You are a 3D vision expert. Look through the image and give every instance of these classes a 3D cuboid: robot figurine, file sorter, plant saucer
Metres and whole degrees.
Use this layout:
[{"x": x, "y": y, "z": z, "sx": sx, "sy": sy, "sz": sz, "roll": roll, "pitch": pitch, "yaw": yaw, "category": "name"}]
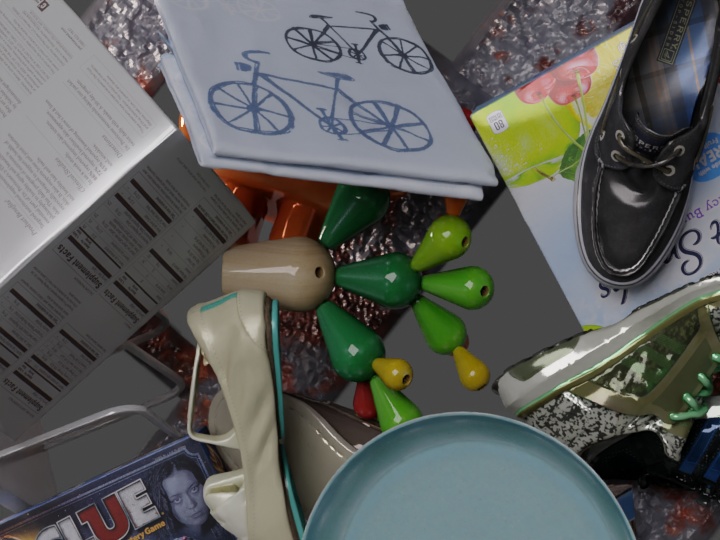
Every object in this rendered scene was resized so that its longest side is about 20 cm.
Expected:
[{"x": -0.036, "y": -0.102, "z": 1.703, "sx": 0.143, "sy": 0.116, "sz": 0.201, "roll": 6, "pitch": 73, "yaw": 47, "category": "robot figurine"}, {"x": -0.193, "y": 0.039, "z": 1.702, "sx": 0.124, "sy": 0.139, "sz": 0.201, "roll": -20, "pitch": 66, "yaw": 11, "category": "file sorter"}, {"x": 0.062, "y": 0.176, "z": 1.463, "sx": 0.199, "sy": 0.027, "sz": 0.202, "roll": 1, "pitch": 93, "yaw": 18, "category": "plant saucer"}]

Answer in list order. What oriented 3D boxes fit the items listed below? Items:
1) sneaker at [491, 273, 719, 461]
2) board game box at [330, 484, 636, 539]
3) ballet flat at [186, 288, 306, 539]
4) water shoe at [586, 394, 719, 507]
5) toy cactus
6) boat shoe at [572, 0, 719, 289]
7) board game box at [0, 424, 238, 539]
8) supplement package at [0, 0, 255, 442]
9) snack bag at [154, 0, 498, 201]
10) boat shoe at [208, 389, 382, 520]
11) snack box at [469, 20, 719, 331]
[{"x": 0.179, "y": 0.062, "z": 1.527, "sx": 0.199, "sy": 0.077, "sz": 0.089, "roll": -26, "pitch": 83, "yaw": 18, "category": "sneaker"}, {"x": 0.076, "y": 0.230, "z": 1.526, "sx": 0.158, "sy": 0.097, "sz": 0.202, "roll": -3, "pitch": 92, "yaw": 19, "category": "board game box"}, {"x": -0.069, "y": 0.109, "z": 1.600, "sx": 0.069, "sy": 0.069, "sz": 0.202, "roll": -3, "pitch": 105, "yaw": 19, "category": "ballet flat"}, {"x": 0.222, "y": 0.115, "z": 1.560, "sx": 0.199, "sy": 0.071, "sz": 0.080, "roll": -9, "pitch": 71, "yaw": 18, "category": "water shoe"}, {"x": 0.000, "y": 0.000, "z": 1.620, "sx": 0.164, "sy": 0.102, "sz": 0.202, "roll": 2, "pitch": 96, "yaw": 5, "category": "toy cactus"}, {"x": 0.169, "y": -0.085, "z": 1.517, "sx": 0.069, "sy": 0.066, "sz": 0.201, "roll": 20, "pitch": 98, "yaw": 4, "category": "boat shoe"}, {"x": -0.158, "y": 0.199, "z": 1.662, "sx": 0.199, "sy": 0.035, "sz": 0.136, "roll": -26, "pitch": 91, "yaw": 10, "category": "board game box"}, {"x": -0.199, "y": -0.037, "z": 1.573, "sx": 0.200, "sy": 0.151, "sz": 0.152, "roll": -42, "pitch": 64, "yaw": -2, "category": "supplement package"}, {"x": -0.033, "y": -0.116, "z": 1.574, "sx": 0.021, "sy": 0.187, "sz": 0.201, "roll": -66, "pitch": 33, "yaw": 34, "category": "snack bag"}, {"x": -0.002, "y": 0.120, "z": 1.648, "sx": 0.199, "sy": 0.059, "sz": 0.072, "roll": 22, "pitch": 113, "yaw": 27, "category": "boat shoe"}, {"x": 0.184, "y": -0.046, "z": 1.587, "sx": 0.168, "sy": 0.068, "sz": 0.201, "roll": -29, "pitch": 94, "yaw": 9, "category": "snack box"}]
